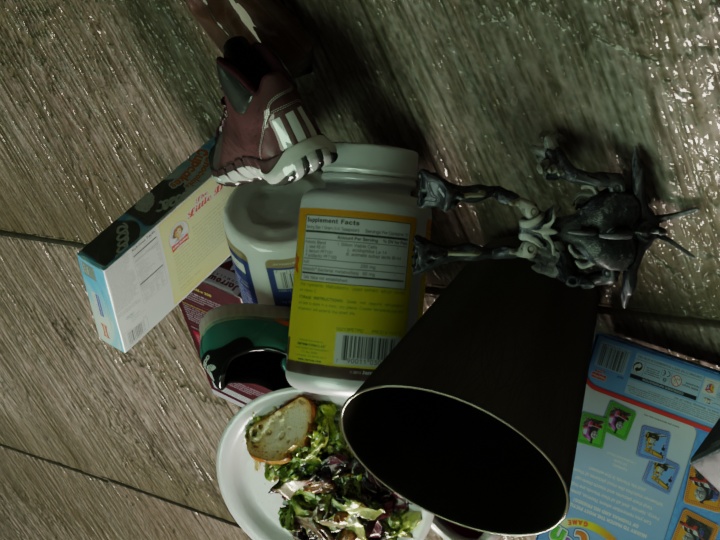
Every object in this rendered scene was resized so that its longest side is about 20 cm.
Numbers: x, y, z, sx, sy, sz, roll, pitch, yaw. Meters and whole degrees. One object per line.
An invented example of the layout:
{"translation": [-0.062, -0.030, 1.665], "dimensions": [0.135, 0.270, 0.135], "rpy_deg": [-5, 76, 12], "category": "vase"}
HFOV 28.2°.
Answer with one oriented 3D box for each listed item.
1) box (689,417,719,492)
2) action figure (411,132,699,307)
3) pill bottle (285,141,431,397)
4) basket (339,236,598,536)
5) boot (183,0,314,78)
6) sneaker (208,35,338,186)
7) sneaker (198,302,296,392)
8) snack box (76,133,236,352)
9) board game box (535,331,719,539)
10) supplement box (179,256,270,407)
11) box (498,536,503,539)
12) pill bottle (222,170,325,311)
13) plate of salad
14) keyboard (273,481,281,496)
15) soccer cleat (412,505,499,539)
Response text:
{"translation": [0.354, 0.147, 0.997], "dimensions": [0.200, 0.122, 0.106], "rpy_deg": [43, 150, 1], "category": "box"}
{"translation": [0.139, -0.039, 1.047], "dimensions": [0.199, 0.102, 0.119], "rpy_deg": [2, 110, -3], "category": "action figure"}
{"translation": [0.000, 0.000, 1.168], "dimensions": [0.109, 0.109, 0.201], "rpy_deg": [5, 90, 46], "category": "pill bottle"}
{"translation": [0.103, 0.077, 1.110], "dimensions": [0.180, 0.200, 0.136], "rpy_deg": [24, 136, 7], "category": "basket"}
{"translation": [-0.138, -0.216, 1.204], "dimensions": [0.200, 0.064, 0.186], "rpy_deg": [47, 152, -13], "category": "boot"}
{"translation": [-0.087, -0.133, 1.161], "dimensions": [0.200, 0.075, 0.116], "rpy_deg": [6, 122, 64], "category": "sneaker"}
{"translation": [-0.040, 0.074, 1.253], "dimensions": [0.199, 0.080, 0.072], "rpy_deg": [-3, 134, -8], "category": "sneaker"}
{"translation": [-0.170, -0.030, 1.322], "dimensions": [0.037, 0.200, 0.116], "rpy_deg": [29, 146, 25], "category": "snack box"}
{"translation": [0.227, 0.166, 1.126], "dimensions": [0.151, 0.201, 0.037], "rpy_deg": [19, -176, 35], "category": "board game box"}
{"translation": [-0.126, 0.064, 1.522], "dimensions": [0.109, 0.061, 0.201], "rpy_deg": [21, 144, 32], "category": "supplement box"}
{"translation": [0.064, 0.186, 1.416], "dimensions": [0.199, 0.095, 0.078], "rpy_deg": [25, 147, 32], "category": "box"}
{"translation": [-0.056, 0.011, 1.326], "dimensions": [0.111, 0.111, 0.201], "rpy_deg": [24, 144, 29], "category": "pill bottle"}
{"translation": [-0.034, 0.191, 1.245], "dimensions": [0.199, 0.048, 0.201], "rpy_deg": [6, 118, 12], "category": "plate of salad"}
{"translation": [-0.040, 0.147, 1.369], "dimensions": [0.127, 0.200, 0.021], "rpy_deg": [18, 126, 8], "category": "keyboard"}
{"translation": [0.052, 0.170, 1.282], "dimensions": [0.200, 0.070, 0.086], "rpy_deg": [44, -175, 4], "category": "soccer cleat"}
